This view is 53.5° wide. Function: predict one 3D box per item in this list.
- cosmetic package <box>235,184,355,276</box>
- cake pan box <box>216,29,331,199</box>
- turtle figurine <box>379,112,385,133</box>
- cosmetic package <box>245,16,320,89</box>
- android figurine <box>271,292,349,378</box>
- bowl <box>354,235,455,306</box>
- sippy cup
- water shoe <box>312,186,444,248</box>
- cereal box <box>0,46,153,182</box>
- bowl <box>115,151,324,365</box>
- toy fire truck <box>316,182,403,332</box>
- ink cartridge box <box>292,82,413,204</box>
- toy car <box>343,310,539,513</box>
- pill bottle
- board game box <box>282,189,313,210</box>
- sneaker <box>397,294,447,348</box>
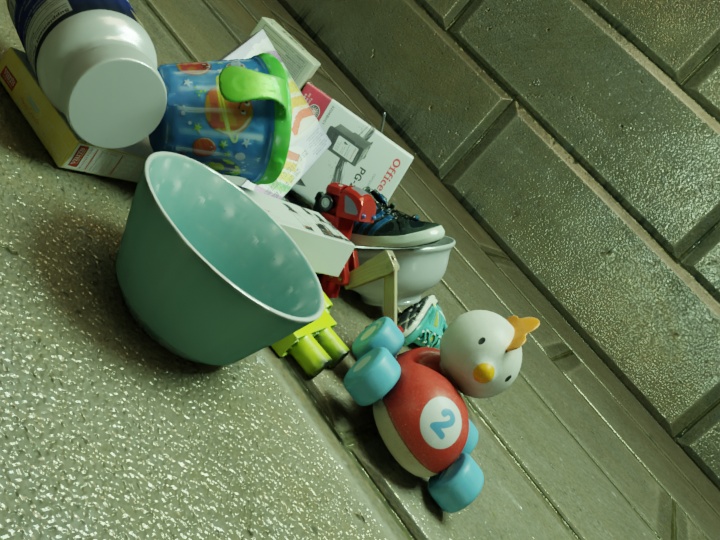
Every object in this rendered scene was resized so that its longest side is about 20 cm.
[{"bbox_3d":[-0.097,-0.049,0.825,0.082,0.051,0.198,39,14,33],"label":"cosmetic package"},{"bbox_3d":[-0.146,-0.186,0.940,0.186,0.052,0.201,56,48,-20],"label":"cake pan box"},{"bbox_3d":[-0.034,-0.202,1.255,0.193,0.142,0.204,19,-44,64],"label":"turtle figurine"},{"bbox_3d":[-0.158,-0.256,1.054,0.105,0.201,0.071,40,16,-7],"label":"cosmetic package"},{"bbox_3d":[-0.094,0.029,0.810,0.201,0.041,0.181,51,16,12],"label":"android figurine"},{"bbox_3d":[0.045,-0.001,1.074,0.194,0.093,0.201,-1,10,0],"label":"bowl"},{"bbox_3d":[-0.155,-0.162,0.759,0.127,0.180,0.142,-3,48,-28],"label":"sippy cup"},{"bbox_3d":[0.018,-0.073,0.972,0.194,0.082,0.071,3,6,22],"label":"water shoe"},{"bbox_3d":[-0.282,-0.159,0.791,0.145,0.040,0.199,50,17,18],"label":"cereal box"},{"bbox_3d":[-0.137,0.003,0.638,0.200,0.105,0.202,41,17,-15],"label":"bowl"},{"bbox_3d":[0.000,0.000,0.921,0.138,0.206,0.048,16,8,26],"label":"toy fire truck"},{"bbox_3d":[-0.035,-0.167,1.096,0.197,0.147,0.083,33,6,-8],"label":"ink cartridge box"},{"bbox_3d":[0.113,0.114,0.785,0.186,0.198,0.177,50,14,-9],"label":"toy car"},{"bbox_3d":[-0.267,-0.219,0.700,0.115,0.116,0.202,21,29,-54],"label":"pill bottle"},{"bbox_3d":[-0.092,-0.094,1.140,0.135,0.029,0.200,47,16,6],"label":"board game box"},{"bbox_3d":[0.101,0.087,1.112,0.081,0.077,0.199,58,19,6],"label":"sneaker"}]
